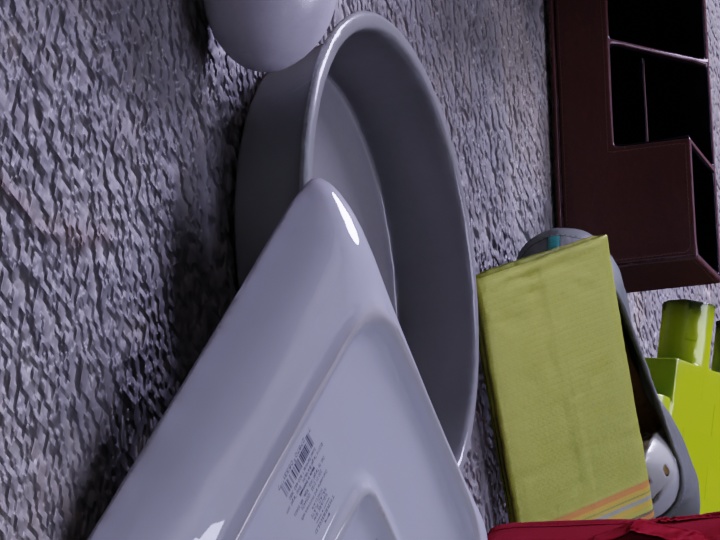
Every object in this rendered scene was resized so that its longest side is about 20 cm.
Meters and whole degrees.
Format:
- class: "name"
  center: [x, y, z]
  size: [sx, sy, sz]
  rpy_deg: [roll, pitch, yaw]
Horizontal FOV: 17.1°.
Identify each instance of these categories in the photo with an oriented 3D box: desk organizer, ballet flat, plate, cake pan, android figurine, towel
- class: "desk organizer"
  center: [0.153, -0.090, 1.339]
  size: [0.072, 0.077, 0.201]
  rpy_deg: [33, 53, -65]
- class: "ballet flat"
  center: [0.124, 0.075, 1.218]
  size: [0.064, 0.067, 0.201]
  rpy_deg: [-82, 153, -66]
- class: "plate"
  center: [-0.013, 0.104, 0.815]
  size: [0.200, 0.032, 0.200]
  rpy_deg: [-60, 141, -37]
- class: "cake pan"
  center: [0.000, 0.000, 0.940]
  size: [0.200, 0.037, 0.201]
  rpy_deg: [-6, 90, -71]
- class: "android figurine"
  center: [0.197, 0.122, 1.378]
  size: [0.182, 0.041, 0.201]
  rpy_deg: [20, 73, -49]
- class: "towel"
  center: [0.101, 0.089, 1.162]
  size: [0.086, 0.018, 0.201]
  rpy_deg: [-18, 103, -32]

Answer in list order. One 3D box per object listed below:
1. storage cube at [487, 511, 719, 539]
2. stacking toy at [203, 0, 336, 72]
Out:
- class: "storage cube"
  center: [0.130, 0.224, 1.035]
  size: [0.180, 0.170, 0.201]
  rpy_deg: [-50, 131, -63]
- class: "stacking toy"
  center: [-0.015, -0.170, 0.859]
  size: [0.146, 0.146, 0.201]
  rpy_deg: [11, 89, -70]
